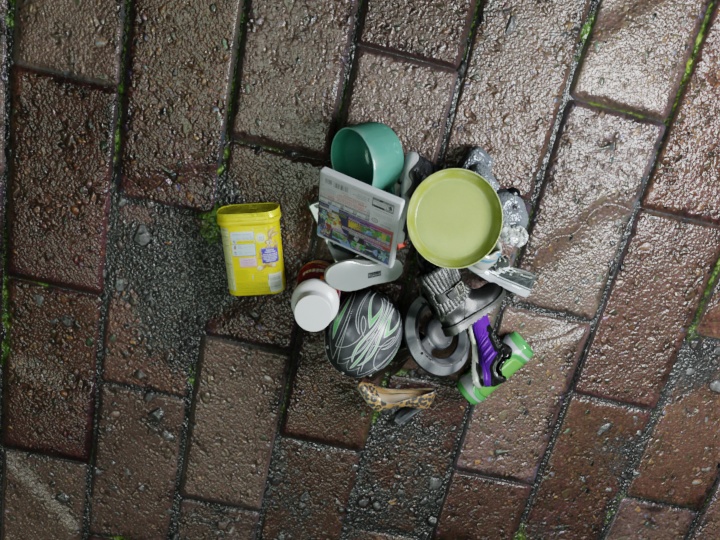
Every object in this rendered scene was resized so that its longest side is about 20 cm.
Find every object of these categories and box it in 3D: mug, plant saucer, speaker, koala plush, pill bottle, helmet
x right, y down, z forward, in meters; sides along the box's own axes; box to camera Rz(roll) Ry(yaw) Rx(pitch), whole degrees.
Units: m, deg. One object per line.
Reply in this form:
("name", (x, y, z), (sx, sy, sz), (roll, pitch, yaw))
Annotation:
("mug", (0.023, -0.232, 1.368), (0.113, 0.151, 0.188), (-23, 128, -35))
("plant saucer", (0.193, -0.106, 1.279), (0.195, 0.031, 0.205), (0, 93, 3))
("speaker", (0.338, 0.247, 1.567), (0.088, 0.089, 0.200), (42, 104, -13))
("koala plush", (0.291, -0.141, 1.396), (0.197, 0.178, 0.185), (27, 119, -9))
("pill bottle", (-0.102, 0.060, 1.441), (0.110, 0.201, 0.115), (0, 110, 0))
("helmet", (0.008, 0.149, 1.476), (0.195, 0.191, 0.204), (0, 109, 0))

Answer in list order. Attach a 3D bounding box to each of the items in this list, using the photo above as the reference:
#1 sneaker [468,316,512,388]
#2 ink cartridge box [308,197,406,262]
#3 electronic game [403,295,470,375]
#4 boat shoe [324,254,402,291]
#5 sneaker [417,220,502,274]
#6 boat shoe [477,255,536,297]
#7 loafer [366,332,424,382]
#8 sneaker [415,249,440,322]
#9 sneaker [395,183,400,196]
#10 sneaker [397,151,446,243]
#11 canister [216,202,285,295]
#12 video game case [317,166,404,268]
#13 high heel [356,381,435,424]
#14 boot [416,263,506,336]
("sneaker", (0.321, 0.181, 1.506), (0.098, 0.069, 0.205), (-9, 76, 32))
("ink cartridge box", (-0.004, -0.103, 1.468), (0.171, 0.044, 0.203), (-23, 108, 9))
("electronic game", (0.187, 0.152, 1.500), (0.200, 0.201, 0.041), (42, 149, -14))
("boat shoe", (0.000, 0.000, 1.429), (0.196, 0.064, 0.072), (-4, 112, -29))
("sneaker", (0.211, -0.070, 1.336), (0.197, 0.078, 0.081), (25, 140, -15))
("boat shoe", (0.333, -0.004, 1.495), (0.197, 0.072, 0.072), (22, 99, -18))
("loafer", (0.086, 0.220, 1.572), (0.197, 0.073, 0.072), (-27, 112, 19))
("sneaker", (0.174, 0.024, 1.459), (0.070, 0.082, 0.203), (-21, 72, 24))
("sneaker", (0.067, -0.147, 1.433), (0.199, 0.075, 0.100), (-40, 99, -7))
("sneaker", (0.135, -0.152, 1.369), (0.111, 0.075, 0.204), (10, 92, -13))
("canister", (-0.254, -0.049, 1.466), (0.145, 0.087, 0.204), (-3, 111, 1))
("video game case", (-0.005, -0.114, 1.355), (0.197, 0.023, 0.184), (24, 136, 17))
("high heel", (0.094, 0.307, 1.591), (0.142, 0.072, 0.199), (-40, 121, 19))
("boot", (0.232, 0.034, 1.406), (0.209, 0.079, 0.160), (-30, 96, -35))
